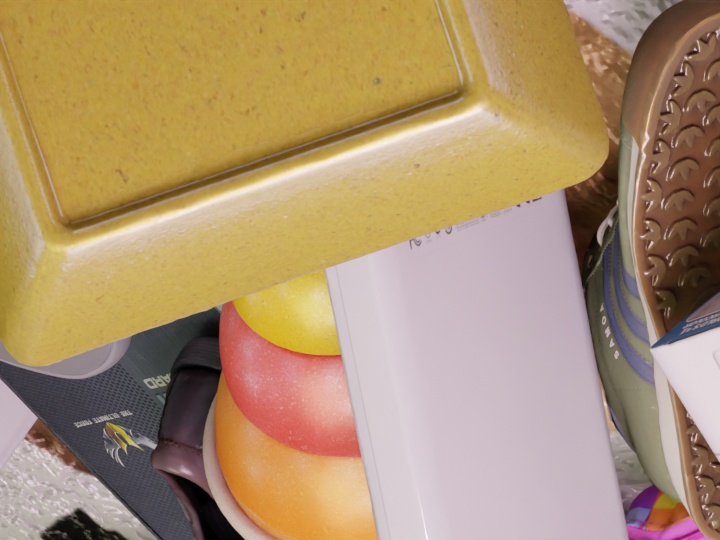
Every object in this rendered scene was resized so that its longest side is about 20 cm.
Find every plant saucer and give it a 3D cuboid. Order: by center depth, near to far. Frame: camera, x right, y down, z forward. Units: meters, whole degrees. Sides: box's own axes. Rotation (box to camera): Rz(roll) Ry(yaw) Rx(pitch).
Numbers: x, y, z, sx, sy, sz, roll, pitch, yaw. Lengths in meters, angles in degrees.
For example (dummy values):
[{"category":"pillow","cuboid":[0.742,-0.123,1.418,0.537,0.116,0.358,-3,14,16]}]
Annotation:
[{"category":"plant saucer","cuboid":[-0.047,-0.093,0.884,0.048,0.200,0.200,-38,-71,-87]}]

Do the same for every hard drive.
[{"category":"hard drive","cuboid":[0.036,0.020,0.979,0.027,0.132,0.200,-7,98,32]}]

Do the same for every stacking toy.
[{"category":"stacking toy","cuboid":[0.000,0.000,1.034,0.146,0.146,0.200,15,140,26]}]

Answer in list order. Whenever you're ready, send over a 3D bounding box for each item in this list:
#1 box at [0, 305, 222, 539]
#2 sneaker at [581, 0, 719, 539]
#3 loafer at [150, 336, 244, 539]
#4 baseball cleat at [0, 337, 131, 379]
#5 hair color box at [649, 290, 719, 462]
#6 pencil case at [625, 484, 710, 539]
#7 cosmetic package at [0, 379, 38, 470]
[{"category":"box","cuboid":[-0.062,0.040,1.236,0.200,0.051,0.158,-15,124,48]},{"category":"sneaker","cuboid":[0.106,-0.009,1.018,0.090,0.067,0.200,-137,34,-56]},{"category":"loafer","cuboid":[-0.046,0.110,1.209,0.072,0.063,0.200,12,144,26]},{"category":"baseball cleat","cuboid":[-0.172,-0.003,1.121,0.200,0.106,0.070,38,119,-23]},{"category":"hair color box","cuboid":[0.188,0.084,0.933,0.200,0.061,0.100,57,148,-6]},{"category":"pencil case","cuboid":[0.175,0.094,1.075,0.088,0.088,0.200,42,143,-13]},{"category":"cosmetic package","cuboid":[-0.273,0.059,1.332,0.200,0.165,0.165,40,147,-10]}]
